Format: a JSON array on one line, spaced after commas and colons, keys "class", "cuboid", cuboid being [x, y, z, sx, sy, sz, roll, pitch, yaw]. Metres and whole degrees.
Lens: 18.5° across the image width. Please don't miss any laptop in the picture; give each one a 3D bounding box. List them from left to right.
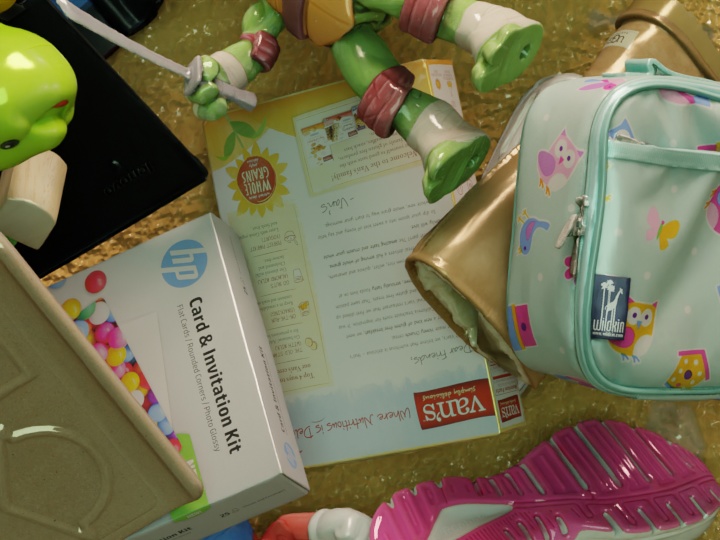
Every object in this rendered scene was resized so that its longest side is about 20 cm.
[{"class": "laptop", "cuboid": [-0.199, -0.112, 1.179, 0.187, 0.116, 0.200, -28, 60, 31]}]

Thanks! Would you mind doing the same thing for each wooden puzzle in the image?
[{"class": "wooden puzzle", "cuboid": [-0.205, 0.083, 1.075, 0.200, 0.046, 0.185, -29, 117, 13]}]

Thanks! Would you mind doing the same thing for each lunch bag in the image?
[{"class": "lunch bag", "cuboid": [0.167, -0.020, 1.078, 0.200, 0.077, 0.160, 2, 98, -32]}]

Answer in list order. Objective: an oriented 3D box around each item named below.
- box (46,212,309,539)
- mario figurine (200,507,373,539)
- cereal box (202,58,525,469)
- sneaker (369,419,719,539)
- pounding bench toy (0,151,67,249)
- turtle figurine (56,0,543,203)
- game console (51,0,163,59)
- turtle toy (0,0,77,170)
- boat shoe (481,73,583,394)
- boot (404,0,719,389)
[{"class": "box", "cuboid": [-0.140, 0.080, 1.155, 0.200, 0.041, 0.156, -23, 63, 12]}, {"class": "mario figurine", "cuboid": [-0.070, 0.158, 1.163, 0.200, 0.106, 0.123, 42, 126, 10]}, {"class": "cereal box", "cuboid": [0.000, 0.000, 1.176, 0.144, 0.040, 0.200, -12, 89, 28]}, {"class": "sneaker", "cuboid": [0.097, 0.145, 1.182, 0.200, 0.088, 0.081, -12, 47, -15]}, {"class": "pounding bench toy", "cuboid": [-0.248, 0.001, 1.130, 0.200, 0.124, 0.156, 9, 131, 5]}, {"class": "turtle figurine", "cuboid": [-0.026, -0.124, 1.063, 0.194, 0.200, 0.144, 36, 87, 20]}, {"class": "game console", "cuboid": [-0.207, -0.193, 1.181, 0.119, 0.172, 0.200, -41, 88, -27]}, {"class": "turtle toy", "cuboid": [-0.222, -0.103, 1.036, 0.200, 0.146, 0.101, 9, 104, 25]}, {"class": "boat shoe", "cuboid": [0.085, -0.012, 1.186, 0.071, 0.070, 0.200, 22, 88, 2]}, {"class": "boot", "cuboid": [0.136, -0.019, 1.143, 0.175, 0.066, 0.200, 45, 69, -17]}]
